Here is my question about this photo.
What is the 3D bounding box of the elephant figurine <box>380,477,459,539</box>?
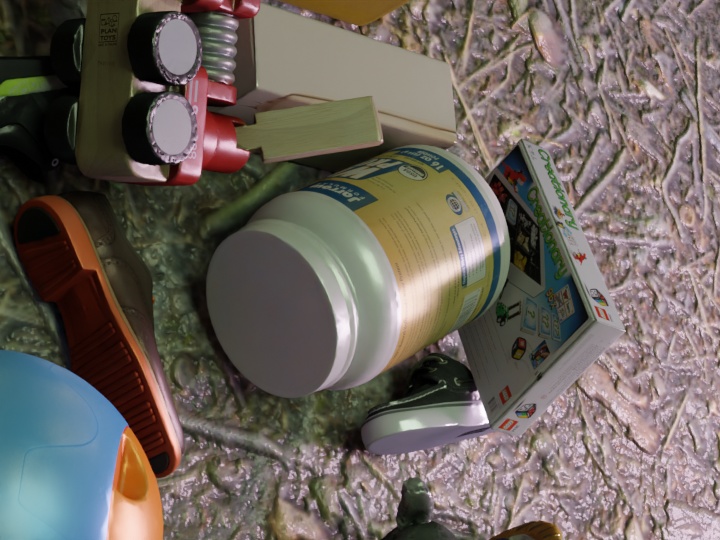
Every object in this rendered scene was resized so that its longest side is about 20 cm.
[{"bbox_3d":[0.014,0.279,1.158,0.155,0.142,0.200,42,60,15],"label":"elephant figurine"}]

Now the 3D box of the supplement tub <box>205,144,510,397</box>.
[{"bbox_3d":[0.000,0.000,1.232,0.200,0.144,0.145,-26,92,-46],"label":"supplement tub"}]

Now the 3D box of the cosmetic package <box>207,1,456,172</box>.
[{"bbox_3d":[-0.033,-0.131,1.283,0.199,0.103,0.073,10,68,-40],"label":"cosmetic package"}]

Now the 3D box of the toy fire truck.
[{"bbox_3d":[-0.090,-0.140,1.131,0.200,0.128,0.177,8,85,-53],"label":"toy fire truck"}]

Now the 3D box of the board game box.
[{"bbox_3d":[0.122,0.011,1.305,0.035,0.126,0.201,20,37,-32],"label":"board game box"}]

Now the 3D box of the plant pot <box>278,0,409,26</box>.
[{"bbox_3d":[-0.003,-0.317,1.303,0.199,0.176,0.201,10,81,-41],"label":"plant pot"}]

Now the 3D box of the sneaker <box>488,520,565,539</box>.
[{"bbox_3d":[0.149,0.250,1.259,0.075,0.200,0.089,-19,97,-2],"label":"sneaker"}]

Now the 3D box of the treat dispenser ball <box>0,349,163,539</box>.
[{"bbox_3d":[-0.209,0.144,0.936,0.200,0.200,0.202,18,62,-38],"label":"treat dispenser ball"}]

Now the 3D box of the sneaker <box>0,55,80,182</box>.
[{"bbox_3d":[-0.211,-0.102,1.144,0.199,0.072,0.083,-6,102,-44],"label":"sneaker"}]

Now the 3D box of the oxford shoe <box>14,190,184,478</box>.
[{"bbox_3d":[-0.154,0.037,1.126,0.072,0.071,0.201,-21,89,-51],"label":"oxford shoe"}]

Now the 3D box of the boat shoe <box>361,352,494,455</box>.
[{"bbox_3d":[0.067,0.095,1.316,0.199,0.070,0.067,-6,70,-45],"label":"boat shoe"}]
